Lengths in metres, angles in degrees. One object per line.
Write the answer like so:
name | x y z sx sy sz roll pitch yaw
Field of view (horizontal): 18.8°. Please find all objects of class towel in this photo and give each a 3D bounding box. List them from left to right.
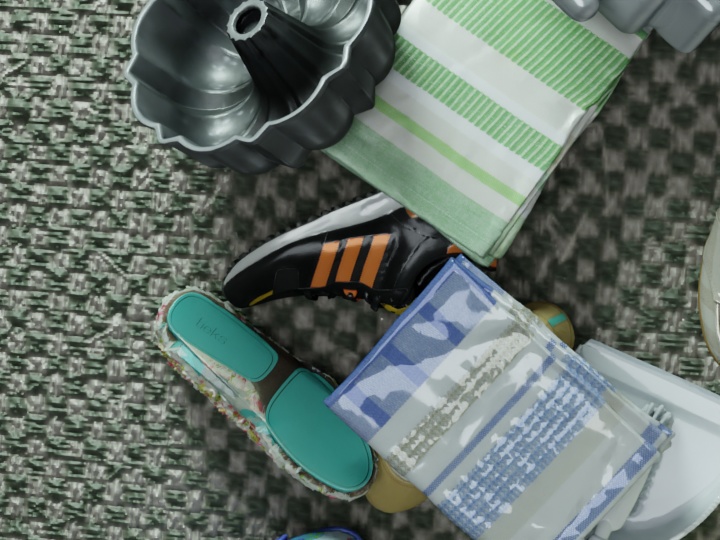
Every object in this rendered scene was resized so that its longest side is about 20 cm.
towel | 0.084 -0.124 1.477 0.152 0.023 0.200 35 85 7
towel | 0.094 0.102 1.475 0.200 0.024 0.147 40 102 -4

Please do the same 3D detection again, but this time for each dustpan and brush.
dustpan and brush | 0.175 0.167 1.510 0.139 0.057 0.201 24 102 7

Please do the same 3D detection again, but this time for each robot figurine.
robot figurine | 0.170 -0.237 1.428 0.200 0.113 0.170 43 63 3

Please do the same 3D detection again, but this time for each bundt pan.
bundt pan | -0.057 -0.150 1.470 0.201 0.076 0.203 -18 54 26

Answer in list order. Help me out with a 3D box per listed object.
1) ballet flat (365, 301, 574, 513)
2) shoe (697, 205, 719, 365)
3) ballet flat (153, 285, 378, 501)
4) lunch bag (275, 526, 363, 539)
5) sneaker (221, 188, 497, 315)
ballet flat | 0.066 0.095 1.521 0.069 0.063 0.200 45 104 9
shoe | 0.269 -0.026 1.467 0.069 0.053 0.201 11 100 10
ballet flat | -0.067 0.089 1.551 0.200 0.064 0.076 45 68 7
lunch bag | -0.065 0.279 1.564 0.199 0.082 0.162 -23 95 14
sneaker | 0.000 0.000 1.514 0.199 0.070 0.091 -24 84 12
